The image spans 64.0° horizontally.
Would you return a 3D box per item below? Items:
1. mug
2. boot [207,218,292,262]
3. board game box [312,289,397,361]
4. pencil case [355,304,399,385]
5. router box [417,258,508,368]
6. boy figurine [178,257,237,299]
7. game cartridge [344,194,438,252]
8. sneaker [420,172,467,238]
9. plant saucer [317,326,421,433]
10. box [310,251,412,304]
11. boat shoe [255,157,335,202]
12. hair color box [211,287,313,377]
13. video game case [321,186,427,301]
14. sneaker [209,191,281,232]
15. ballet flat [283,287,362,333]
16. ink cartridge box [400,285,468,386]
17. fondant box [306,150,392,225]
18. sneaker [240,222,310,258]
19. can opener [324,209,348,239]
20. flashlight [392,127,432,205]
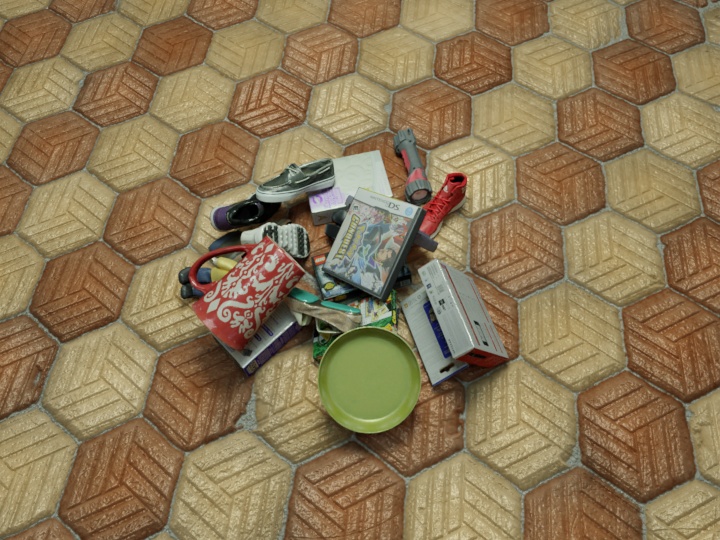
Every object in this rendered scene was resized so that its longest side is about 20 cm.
[{"bbox_3d":[-0.226,0.026,1.123,0.200,0.178,0.133,-46,24,-1],"label":"mug"},{"bbox_3d":[-0.257,-0.075,1.331,0.200,0.075,0.097,-41,71,-16],"label":"boot"},{"bbox_3d":[-0.014,0.113,1.189,0.199,0.023,0.106,-22,52,28],"label":"board game box"},{"bbox_3d":[0.030,0.154,1.196,0.089,0.078,0.202,7,62,4],"label":"pencil case"},{"bbox_3d":[0.210,0.091,1.171,0.049,0.179,0.201,-33,59,23],"label":"router box"},{"bbox_3d":[-0.294,0.033,1.254,0.198,0.064,0.126,2,102,18],"label":"boy figurine"},{"bbox_3d":[0.070,-0.106,1.283,0.199,0.129,0.039,34,104,38],"label":"game cartridge"},{"bbox_3d":[0.176,-0.157,1.337,0.078,0.116,0.200,34,68,18],"label":"sneaker"},{"bbox_3d":[0.017,0.208,1.106,0.198,0.031,0.202,0,88,-1],"label":"plant saucer"},{"bbox_3d":[0.000,0.000,1.283,0.198,0.040,0.137,-17,46,-7],"label":"box"},{"bbox_3d":[-0.150,-0.214,1.317,0.199,0.071,0.072,-22,43,-27],"label":"boat shoe"},{"bbox_3d":[-0.204,0.116,1.234,0.200,0.065,0.109,-41,68,-20],"label":"hair color box"},{"bbox_3d":[0.024,-0.060,1.201,0.180,0.025,0.201,24,89,38],"label":"video game case"},{"bbox_3d":[-0.240,-0.136,1.321,0.087,0.076,0.200,-4,19,42],"label":"sneaker"},{"bbox_3d":[-0.092,0.087,1.174,0.199,0.068,0.068,18,102,24],"label":"ballet flat"},{"bbox_3d":[0.157,0.130,1.201,0.094,0.037,0.201,-37,56,29],"label":"ink cartridge box"},{"bbox_3d":[-0.033,-0.203,1.402,0.198,0.058,0.145,-13,62,-4],"label":"fondant box"},{"bbox_3d":[-0.182,-0.066,1.273,0.080,0.200,0.076,-5,82,29],"label":"sneaker"},{"bbox_3d":[0.014,-0.090,1.312,0.199,0.063,0.079,17,100,23],"label":"can opener"},{"bbox_3d":[0.123,-0.257,1.425,0.067,0.068,0.201,-11,57,-6],"label":"flashlight"}]
